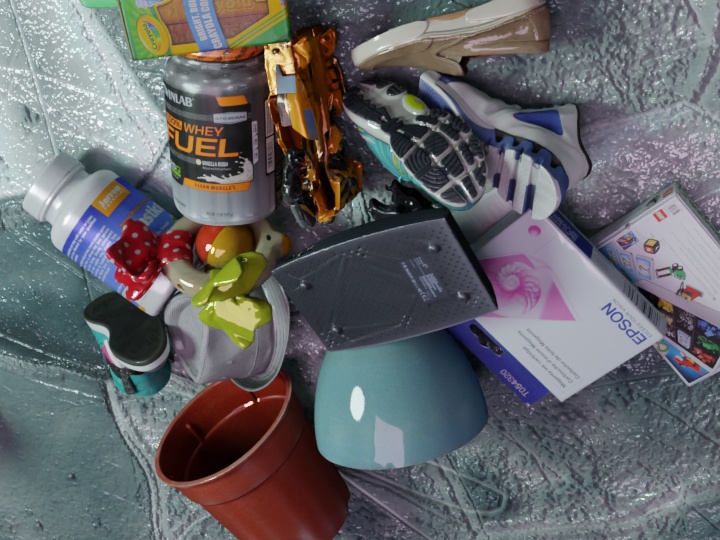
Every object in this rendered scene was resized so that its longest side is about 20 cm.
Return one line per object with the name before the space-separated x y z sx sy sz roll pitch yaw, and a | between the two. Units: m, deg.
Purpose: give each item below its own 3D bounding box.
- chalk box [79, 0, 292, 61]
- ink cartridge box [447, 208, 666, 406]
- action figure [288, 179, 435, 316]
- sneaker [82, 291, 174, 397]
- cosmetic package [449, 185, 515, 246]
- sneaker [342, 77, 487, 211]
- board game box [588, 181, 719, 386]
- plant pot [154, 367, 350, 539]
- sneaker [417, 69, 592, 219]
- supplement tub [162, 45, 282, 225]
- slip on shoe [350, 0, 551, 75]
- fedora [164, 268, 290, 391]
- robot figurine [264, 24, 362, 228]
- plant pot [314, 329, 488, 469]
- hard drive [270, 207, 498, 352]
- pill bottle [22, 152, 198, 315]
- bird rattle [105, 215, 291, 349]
chalk box | -0.172 -0.285 0.945 0.199 0.124 0.125 -9 130 -3
ink cartridge box | 0.182 0.047 1.065 0.196 0.043 0.200 42 123 -10
action figure | 0.000 0.000 1.114 0.102 0.119 0.200 41 118 -3
sneaker | -0.273 0.111 1.250 0.200 0.083 0.121 29 149 54
cosmetic package | 0.184 -0.009 1.085 0.082 0.051 0.200 -29 108 32
sneaker | 0.059 -0.120 0.997 0.077 0.200 0.080 -33 140 -12
board game box | 0.340 0.018 1.060 0.126 0.035 0.200 -36 104 31
plant pot | -0.121 0.256 1.269 0.200 0.201 0.196 -19 120 27
sneaker | 0.153 -0.134 1.006 0.199 0.115 0.081 41 140 29
supplement tub | -0.144 -0.159 1.060 0.122 0.123 0.201 8 122 13
slip on shoe | 0.088 -0.218 0.978 0.199 0.076 0.061 -13 99 16
fedora | -0.167 0.061 1.170 0.177 0.090 0.200 60 144 18
robot figurine | -0.045 -0.143 1.029 0.058 0.145 0.201 -4 110 22
plant pot | 0.035 0.116 1.131 0.199 0.200 0.136 -5 107 21
hard drive | 0.025 0.009 1.003 0.199 0.042 0.135 -16 124 28
pill bottle | -0.290 -0.047 1.180 0.200 0.112 0.112 37 124 -6
bird rattle | -0.168 -0.009 1.093 0.199 0.163 0.113 22 140 30
